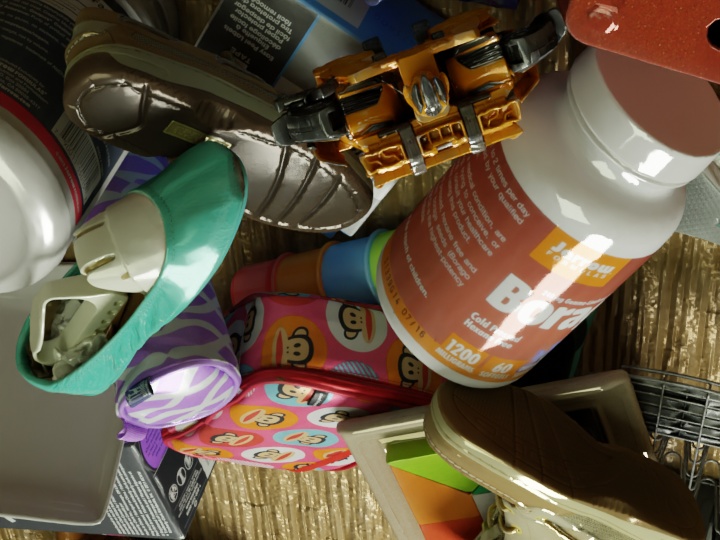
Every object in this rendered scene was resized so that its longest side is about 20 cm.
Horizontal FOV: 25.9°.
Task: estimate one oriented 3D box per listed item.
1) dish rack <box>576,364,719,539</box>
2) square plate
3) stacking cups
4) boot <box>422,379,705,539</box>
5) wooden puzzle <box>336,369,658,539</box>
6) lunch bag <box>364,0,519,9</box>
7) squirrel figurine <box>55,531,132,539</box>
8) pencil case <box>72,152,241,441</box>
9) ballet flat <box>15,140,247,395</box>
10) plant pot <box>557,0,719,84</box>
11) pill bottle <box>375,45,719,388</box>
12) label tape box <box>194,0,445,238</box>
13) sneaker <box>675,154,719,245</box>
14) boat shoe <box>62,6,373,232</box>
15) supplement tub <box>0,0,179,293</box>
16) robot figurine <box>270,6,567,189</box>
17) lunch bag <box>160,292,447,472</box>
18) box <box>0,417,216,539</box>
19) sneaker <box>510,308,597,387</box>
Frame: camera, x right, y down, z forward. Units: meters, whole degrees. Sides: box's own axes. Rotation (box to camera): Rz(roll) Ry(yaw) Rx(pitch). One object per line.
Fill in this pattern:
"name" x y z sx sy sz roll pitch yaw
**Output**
"dish rack" 0.205 0.119 1.028 0.152 0.055 0.201 11 144 12
"square plate" -0.234 0.085 1.103 0.196 0.202 0.029 0 149 22
"stacking cups" 0.000 0.000 1.019 0.198 0.061 0.061 -9 128 31
"boot" 0.086 0.152 0.938 0.199 0.073 0.155 26 127 -28
"wooden puzzle" 0.100 0.144 1.000 0.183 0.037 0.201 -12 136 16
"lunch bag" 0.020 -0.214 0.782 0.149 0.095 0.201 15 137 6
"squirrel figurine" -0.164 0.296 1.337 0.184 0.143 0.201 3 147 6
"pencil case" -0.138 0.006 0.985 0.085 0.201 0.084 -35 147 25
"ballet flat" -0.132 0.007 0.848 0.200 0.070 0.068 -49 59 38
"plant pot" 0.181 -0.184 0.684 0.198 0.177 0.201 18 136 6
"pill bottle" 0.101 -0.033 0.841 0.112 0.113 0.200 32 132 -9
"label tape box" -0.040 -0.094 0.941 0.143 0.066 0.200 32 134 -8
"sneaker" 0.212 -0.052 0.878 0.200 0.080 0.071 38 146 13
"boat shoe" -0.072 -0.089 0.866 0.199 0.077 0.071 29 129 -36
"supplement tub" -0.197 -0.099 0.904 0.139 0.201 0.141 12 135 12
"robot figurine" 0.030 -0.086 0.759 0.144 0.200 0.059 -20 102 3
"lunch bag" -0.027 0.080 1.055 0.175 0.083 0.200 12 157 -27
"box" -0.215 0.118 1.172 0.198 0.123 0.107 0 133 23
"sneaker" 0.101 0.067 1.017 0.071 0.080 0.201 25 134 11
